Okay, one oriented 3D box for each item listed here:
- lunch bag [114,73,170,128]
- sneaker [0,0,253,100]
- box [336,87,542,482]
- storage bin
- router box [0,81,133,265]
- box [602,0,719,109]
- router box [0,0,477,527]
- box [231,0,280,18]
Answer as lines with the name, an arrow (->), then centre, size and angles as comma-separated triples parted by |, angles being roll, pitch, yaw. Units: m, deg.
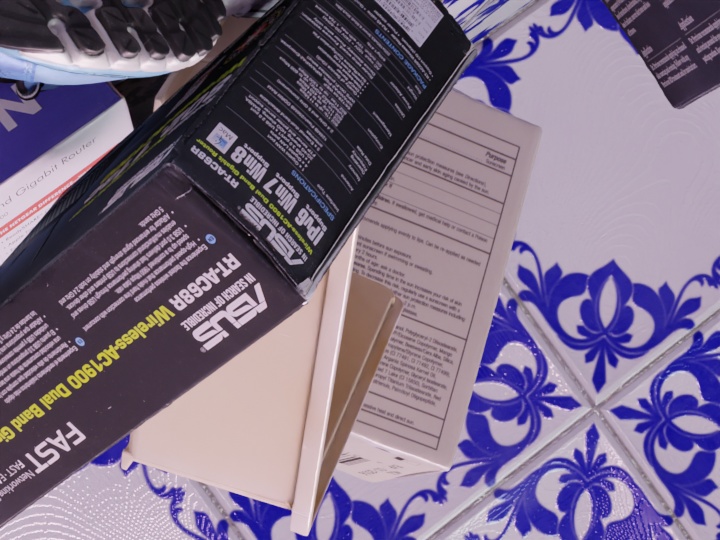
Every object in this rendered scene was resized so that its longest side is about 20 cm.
lunch bag -> -0.134, -0.022, 1.144 | 0.164, 0.118, 0.200 | -32, 170, -36
sneaker -> -0.089, -0.077, 0.667 | 0.090, 0.079, 0.200 | -33, -179, 17
box -> 0.000, 0.000, 1.223 | 0.109, 0.127, 0.201 | -23, -132, 67
storage bin -> -0.028, -0.028, 1.017 | 0.199, 0.093, 0.201 | -65, 166, -53
router box -> -0.177, 0.012, 0.943 | 0.200, 0.049, 0.180 | -36, 157, -15
box -> 0.137, -0.179, 0.927 | 0.104, 0.183, 0.200 | -36, -179, -4
router box -> -0.066, -0.010, 0.763 | 0.200, 0.062, 0.150 | -37, -166, 41
box -> -0.002, -0.151, 0.847 | 0.116, 0.060, 0.200 | -36, -179, 11
